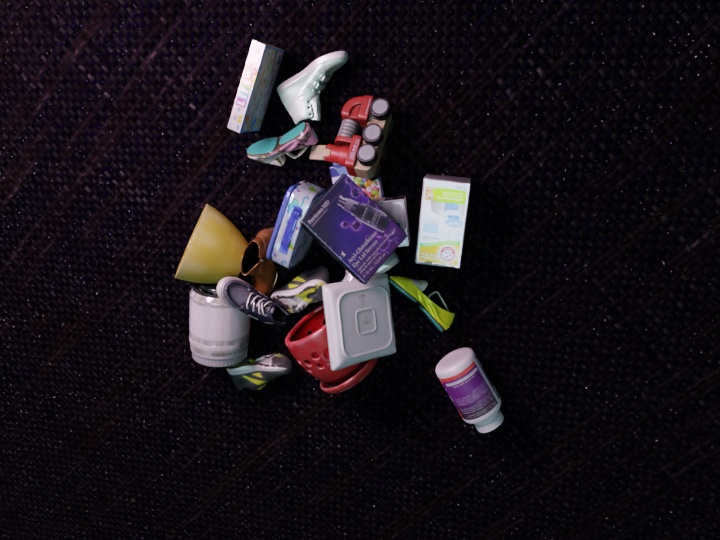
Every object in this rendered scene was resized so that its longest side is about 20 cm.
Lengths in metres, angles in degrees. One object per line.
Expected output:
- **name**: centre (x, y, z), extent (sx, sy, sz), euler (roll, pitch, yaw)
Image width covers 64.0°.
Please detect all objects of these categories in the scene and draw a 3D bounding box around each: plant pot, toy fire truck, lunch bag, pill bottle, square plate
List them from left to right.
- **plant pot**: centre (-0.367, -0.047, 1.469), extent (0.140, 0.201, 0.202), euler (25, 110, -18)
- **lunch bag**: centre (-0.156, -0.114, 1.407), extent (0.081, 0.161, 0.203), euler (23, 109, 4)
- **plant pot**: centre (-0.062, 0.192, 1.453), extent (0.199, 0.201, 0.184), euler (-31, 102, 17)
- **toy fire truck**: centre (-0.032, -0.311, 1.351), extent (0.197, 0.129, 0.179), euler (13, 77, 14)
- **square plate**: centre (0.005, 0.120, 1.372), extent (0.028, 0.198, 0.202), euler (0, 98, 53)
- **pill bottle**: centre (0.281, 0.305, 1.458), extent (0.111, 0.113, 0.202), euler (-29, 98, 17)

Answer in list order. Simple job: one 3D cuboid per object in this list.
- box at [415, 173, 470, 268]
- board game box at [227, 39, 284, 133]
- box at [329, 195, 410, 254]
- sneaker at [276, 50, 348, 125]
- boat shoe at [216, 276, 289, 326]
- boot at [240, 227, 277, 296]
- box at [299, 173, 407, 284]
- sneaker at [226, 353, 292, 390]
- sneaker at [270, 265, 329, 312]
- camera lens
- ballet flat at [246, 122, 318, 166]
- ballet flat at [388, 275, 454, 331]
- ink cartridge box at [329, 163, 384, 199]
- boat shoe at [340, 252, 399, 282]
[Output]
- **box**: centre (0.196, -0.118, 1.365), extent (0.110, 0.101, 0.204), euler (8, 107, 10)
- **board game box**: centre (-0.244, -0.428, 1.353), extent (0.034, 0.135, 0.203), euler (23, 108, 4)
- **box**: centre (0.016, -0.109, 1.387), extent (0.196, 0.060, 0.119), euler (-4, 105, 10)
- **sneaker**: centre (-0.093, -0.422, 1.354), extent (0.198, 0.074, 0.120), euler (-25, 93, 27)
- **boat shoe**: centre (-0.259, 0.077, 1.426), extent (0.092, 0.199, 0.076), euler (10, 73, 38)
- **boot**: centre (-0.256, -0.005, 1.459), extent (0.076, 0.155, 0.203), euler (22, 108, 4)
- **box**: centre (-0.018, -0.091, 1.289), extent (0.200, 0.104, 0.148), euler (42, 86, -6)
- **sneaker**: centre (-0.271, 0.284, 1.593), extent (0.197, 0.075, 0.086), euler (-7, 110, 22)
- **sneaker**: centre (-0.149, 0.048, 1.493), extent (0.198, 0.085, 0.075), euler (-16, 129, 36)
- **camera lens**: centre (-0.369, 0.130, 1.517), extent (0.157, 0.160, 0.204), euler (9, 107, 9)
- **ballet flat**: centre (-0.188, -0.298, 1.410), extent (0.197, 0.070, 0.071), euler (-15, 135, 29)
- **ballet flat**: centre (0.159, 0.066, 1.450), extent (0.200, 0.067, 0.067), euler (43, 88, -5)
- **ink cartridge box**: centre (-0.005, -0.199, 1.418), extent (0.117, 0.042, 0.204), euler (-8, 102, 13)
- **boat shoe**: centre (0.000, 0.000, 1.450), extent (0.199, 0.070, 0.072), euler (-31, 89, 2)
